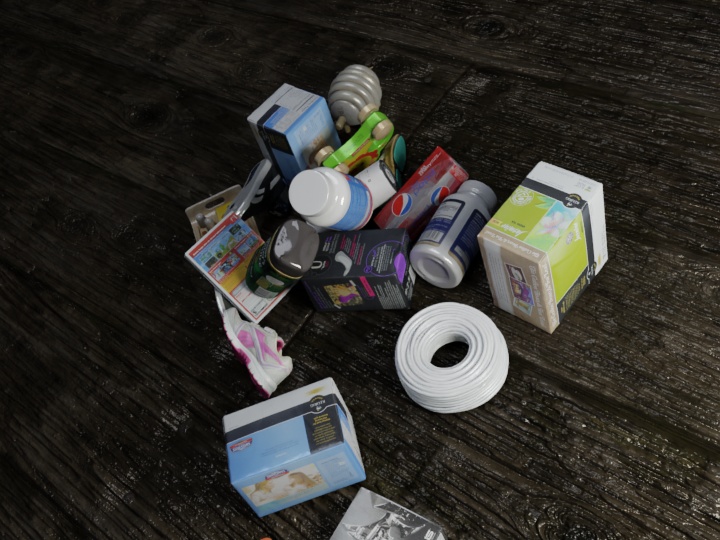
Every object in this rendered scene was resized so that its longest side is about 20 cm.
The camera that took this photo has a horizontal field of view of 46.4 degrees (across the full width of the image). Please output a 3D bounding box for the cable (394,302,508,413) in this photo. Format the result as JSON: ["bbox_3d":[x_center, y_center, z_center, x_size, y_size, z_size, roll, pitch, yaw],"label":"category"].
[{"bbox_3d":[0.158,0.148,1.466,0.196,0.070,0.202,-6,50,17],"label":"cable"}]

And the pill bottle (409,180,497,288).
[{"bbox_3d":[0.186,-0.075,1.613,0.110,0.112,0.201,17,59,31],"label":"pill bottle"}]

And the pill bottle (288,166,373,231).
[{"bbox_3d":[-0.057,-0.136,1.600,0.110,0.200,0.115,-1,87,21],"label":"pill bottle"}]

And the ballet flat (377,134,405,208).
[{"bbox_3d":[0.061,-0.216,1.811,0.062,0.069,0.202,-10,48,18],"label":"ballet flat"}]

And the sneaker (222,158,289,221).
[{"bbox_3d":[-0.213,-0.137,1.817,0.072,0.112,0.202,-14,40,47],"label":"sneaker"}]

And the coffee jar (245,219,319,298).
[{"bbox_3d":[-0.150,-0.022,1.602,0.200,0.084,0.106,-34,33,60],"label":"coffee jar"}]

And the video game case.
[{"bbox_3d":[-0.236,-0.007,1.694,0.200,0.017,0.143,44,62,1],"label":"video game case"}]

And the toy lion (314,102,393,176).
[{"bbox_3d":[-0.006,-0.241,1.770,0.200,0.191,0.069,-44,76,8],"label":"toy lion"}]

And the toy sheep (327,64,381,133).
[{"bbox_3d":[-0.014,-0.397,1.947,0.136,0.139,0.202,2,53,22],"label":"toy sheep"}]

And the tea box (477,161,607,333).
[{"bbox_3d":[0.324,-0.039,1.470,0.133,0.201,0.197,27,64,35],"label":"tea box"}]

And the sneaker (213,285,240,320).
[{"bbox_3d":[-0.246,0.037,1.717,0.097,0.071,0.202,-12,55,-5],"label":"sneaker"}]

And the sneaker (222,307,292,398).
[{"bbox_3d":[-0.194,0.144,1.599,0.087,0.082,0.201,-30,63,-14],"label":"sneaker"}]

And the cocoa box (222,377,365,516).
[{"bbox_3d":[-0.110,0.295,1.392,0.197,0.134,0.132,-20,48,4],"label":"cocoa box"}]

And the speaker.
[{"bbox_3d":[-0.020,-0.143,1.735,0.198,0.081,0.082,-32,45,17],"label":"speaker"}]

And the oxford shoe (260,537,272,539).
[{"bbox_3d":[-0.196,0.509,1.302,0.200,0.072,0.072,-42,54,-16],"label":"oxford shoe"}]

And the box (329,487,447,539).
[{"bbox_3d":[0.019,0.454,1.278,0.157,0.049,0.201,19,60,32],"label":"box"}]

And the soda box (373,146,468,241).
[{"bbox_3d":[0.122,-0.145,1.682,0.200,0.063,0.070,-47,47,10],"label":"soda box"}]

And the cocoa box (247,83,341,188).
[{"bbox_3d":[-0.134,-0.282,1.849,0.130,0.201,0.134,26,63,35],"label":"cocoa box"}]

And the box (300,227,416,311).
[{"bbox_3d":[0.000,0.000,1.625,0.197,0.107,0.124,-1,50,21],"label":"box"}]

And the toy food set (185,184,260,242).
[{"bbox_3d":[-0.307,-0.098,1.858,0.142,0.061,0.201,-25,48,0],"label":"toy food set"}]
